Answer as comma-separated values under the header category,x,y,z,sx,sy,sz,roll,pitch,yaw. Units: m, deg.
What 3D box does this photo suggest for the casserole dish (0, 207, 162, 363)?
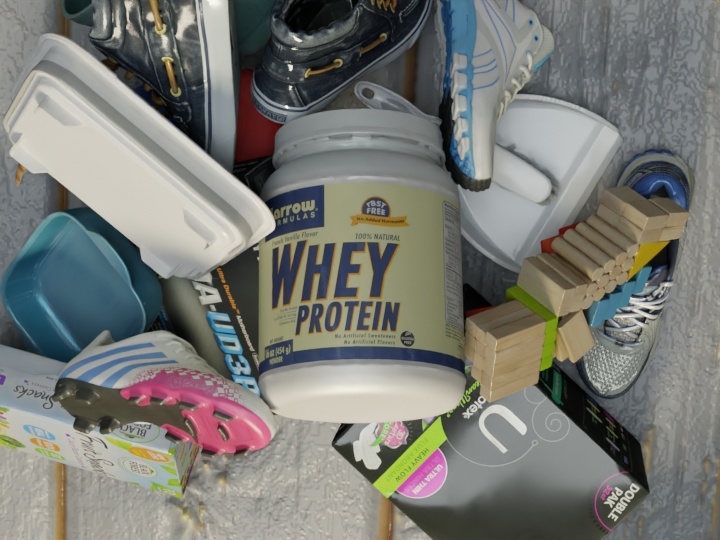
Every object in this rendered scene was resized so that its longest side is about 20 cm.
category,x,y,z,sx,sy,sz,roll,pitch,yaw
casserole dish,-0.218,0.021,1.201,0.121,0.039,0.200,52,140,3

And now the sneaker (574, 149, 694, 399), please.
category,x,y,z,sx,sy,sz,roll,pitch,yaw
sneaker,0.205,0.008,1.164,0.077,0.085,0.200,12,103,5

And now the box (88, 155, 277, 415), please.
category,x,y,z,sx,sy,sz,roll,pitch,yaw
box,-0.107,0.020,1.184,0.159,0.046,0.200,-9,111,32

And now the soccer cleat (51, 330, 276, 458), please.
category,x,y,z,sx,sy,sz,roll,pitch,yaw
soccer cleat,-0.134,0.077,1.084,0.200,0.086,0.070,5,137,35

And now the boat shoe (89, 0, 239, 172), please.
category,x,y,z,sx,sy,sz,roll,pitch,yaw
boat shoe,-0.130,-0.144,1.026,0.091,0.071,0.200,0,139,-1

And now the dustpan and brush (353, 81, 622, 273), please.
category,x,y,z,sx,sy,sz,roll,pitch,yaw
dustpan and brush,0.085,-0.095,1.170,0.200,0.057,0.140,30,104,1

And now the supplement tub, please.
category,x,y,z,sx,sy,sz,roll,pitch,yaw
supplement tub,0.000,0.000,1.070,0.145,0.145,0.200,-3,75,8

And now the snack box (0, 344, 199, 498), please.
category,x,y,z,sx,sy,sz,roll,pitch,yaw
snack box,-0.234,0.117,1.213,0.200,0.142,0.053,15,69,3

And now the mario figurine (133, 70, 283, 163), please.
category,x,y,z,sx,sy,sz,roll,pitch,yaw
mario figurine,-0.140,-0.121,1.199,0.200,0.123,0.106,-1,59,15

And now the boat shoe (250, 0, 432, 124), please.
category,x,y,z,sx,sy,sz,roll,pitch,yaw
boat shoe,-0.001,-0.190,1.090,0.071,0.200,0.091,34,143,10

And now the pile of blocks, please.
category,x,y,z,sx,sy,sz,roll,pitch,yaw
pile of blocks,0.148,0.011,1.101,0.200,0.062,0.082,-38,138,-12

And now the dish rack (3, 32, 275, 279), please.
category,x,y,z,sx,sy,sz,roll,pitch,yaw
dish rack,-0.165,-0.066,1.051,0.200,0.172,0.044,39,66,-10

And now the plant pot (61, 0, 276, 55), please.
category,x,y,z,sx,sy,sz,roll,pitch,yaw
plant pot,-0.110,-0.241,1.112,0.134,0.200,0.200,28,105,-25

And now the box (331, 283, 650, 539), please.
category,x,y,z,sx,sy,sz,roll,pitch,yaw
box,0.103,0.137,1.184,0.200,0.124,0.149,43,103,-3

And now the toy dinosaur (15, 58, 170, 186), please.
category,x,y,z,sx,sy,sz,roll,pitch,yaw
toy dinosaur,-0.202,-0.101,1.133,0.200,0.060,0.106,2,117,22

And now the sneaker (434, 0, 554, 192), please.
category,x,y,z,sx,sy,sz,roll,pitch,yaw
sneaker,0.102,-0.151,1.118,0.087,0.075,0.200,4,67,-6
